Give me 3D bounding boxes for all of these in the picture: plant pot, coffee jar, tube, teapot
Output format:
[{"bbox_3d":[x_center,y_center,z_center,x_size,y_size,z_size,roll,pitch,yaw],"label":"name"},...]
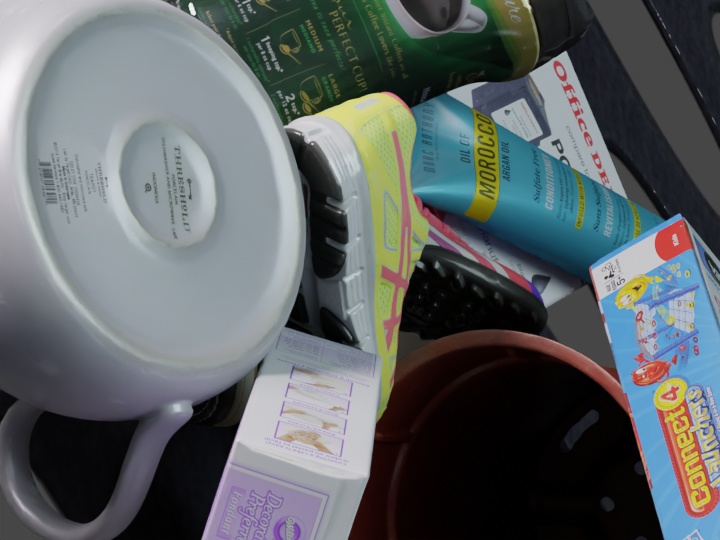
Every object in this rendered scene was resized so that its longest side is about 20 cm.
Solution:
[{"bbox_3d":[0.113,0.131,1.251,0.195,0.200,0.201,2,70,-61],"label":"plant pot"},{"bbox_3d":[0.011,-0.123,1.173,0.199,0.085,0.105,-23,84,-11],"label":"coffee jar"},{"bbox_3d":[0.088,-0.040,1.278,0.200,0.050,0.078,25,45,-37],"label":"tube"},{"bbox_3d":[-0.129,-0.016,1.036,0.197,0.146,0.200,48,46,-25],"label":"teapot"}]

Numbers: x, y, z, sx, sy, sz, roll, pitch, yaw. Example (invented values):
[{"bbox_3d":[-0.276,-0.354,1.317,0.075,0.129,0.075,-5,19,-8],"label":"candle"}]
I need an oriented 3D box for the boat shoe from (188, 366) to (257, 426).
[{"bbox_3d":[-0.104,-0.018,1.142,0.065,0.072,0.201,-11,86,-38],"label":"boat shoe"}]

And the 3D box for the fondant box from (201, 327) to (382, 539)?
[{"bbox_3d":[-0.040,0.118,1.021,0.058,0.145,0.200,17,12,-3],"label":"fondant box"}]

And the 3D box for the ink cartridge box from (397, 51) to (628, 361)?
[{"bbox_3d":[0.064,-0.041,1.352,0.200,0.084,0.145,-25,93,-54],"label":"ink cartridge box"}]

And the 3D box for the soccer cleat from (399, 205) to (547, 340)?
[{"bbox_3d":[0.008,-0.022,1.225,0.199,0.068,0.073,21,53,-5],"label":"soccer cleat"}]

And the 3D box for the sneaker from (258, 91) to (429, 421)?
[{"bbox_3d":[0.000,0.000,1.147,0.090,0.078,0.200,-40,147,-38],"label":"sneaker"}]

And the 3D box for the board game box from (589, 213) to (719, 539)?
[{"bbox_3d":[0.198,0.106,1.144,0.200,0.056,0.196,46,23,-39],"label":"board game box"}]
